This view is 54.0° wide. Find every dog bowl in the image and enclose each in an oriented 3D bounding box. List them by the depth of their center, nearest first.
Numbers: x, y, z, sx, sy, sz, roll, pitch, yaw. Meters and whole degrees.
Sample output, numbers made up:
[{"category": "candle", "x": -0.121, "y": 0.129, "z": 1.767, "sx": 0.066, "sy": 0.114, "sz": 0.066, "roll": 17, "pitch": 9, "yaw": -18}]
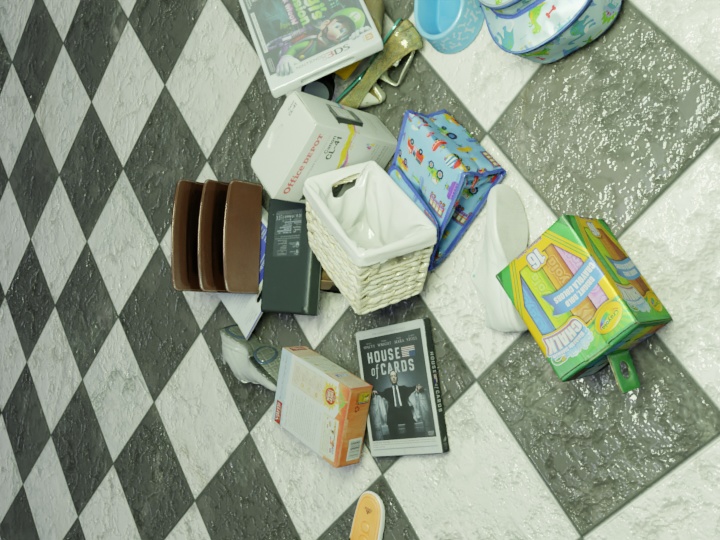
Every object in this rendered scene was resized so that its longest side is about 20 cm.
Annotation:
[{"category": "dog bowl", "x": 0.131, "y": -0.435, "z": 1.062, "sx": 0.109, "sy": 0.049, "sz": 0.207, "roll": 3, "pitch": 92, "yaw": 42}]

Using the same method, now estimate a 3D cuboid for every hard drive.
[{"category": "hard drive", "x": -0.119, "y": -0.026, "z": 1.233, "sx": 0.137, "sy": 0.032, "sz": 0.207, "roll": 0, "pitch": 84, "yaw": 47}]

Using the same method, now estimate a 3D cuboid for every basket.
[{"category": "basket", "x": 0.008, "y": -0.051, "z": 1.065, "sx": 0.201, "sy": 0.132, "sz": 0.126, "roll": 53, "pitch": 151, "yaw": 40}]

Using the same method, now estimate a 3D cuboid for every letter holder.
[{"category": "letter holder", "x": -0.266, "y": -0.062, "z": 1.299, "sx": 0.099, "sy": 0.140, "sz": 0.207, "roll": 0, "pitch": 87, "yaw": 40}]

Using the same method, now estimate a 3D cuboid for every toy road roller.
[{"category": "toy road roller", "x": -0.066, "y": -0.382, "z": 1.145, "sx": 0.199, "sy": 0.144, "sz": 0.125, "roll": -39, "pitch": 30, "yaw": 36}]

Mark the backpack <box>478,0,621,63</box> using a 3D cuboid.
[{"category": "backpack", "x": 0.227, "y": -0.384, "z": 0.911, "sx": 0.181, "sy": 0.145, "sz": 0.205, "roll": -26, "pitch": 75, "yaw": 40}]

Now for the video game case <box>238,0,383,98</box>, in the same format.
[{"category": "video game case", "x": -0.079, "y": -0.376, "z": 1.069, "sx": 0.178, "sy": 0.023, "sz": 0.204, "roll": -23, "pitch": 64, "yaw": 2}]

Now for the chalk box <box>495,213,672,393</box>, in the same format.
[{"category": "chalk box", "x": 0.285, "y": 0.051, "z": 0.867, "sx": 0.124, "sy": 0.123, "sz": 0.203, "roll": -45, "pitch": 63, "yaw": 32}]

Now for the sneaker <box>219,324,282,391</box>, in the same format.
[{"category": "sneaker", "x": -0.203, "y": 0.179, "z": 1.352, "sx": 0.199, "sy": 0.073, "sz": 0.090, "roll": 32, "pitch": 122, "yaw": 45}]

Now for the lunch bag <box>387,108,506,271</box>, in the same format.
[{"category": "lunch bag", "x": 0.104, "y": -0.114, "z": 1.071, "sx": 0.152, "sy": 0.092, "sz": 0.203, "roll": 52, "pitch": 135, "yaw": 32}]

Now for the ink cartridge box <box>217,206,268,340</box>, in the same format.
[{"category": "ink cartridge box", "x": -0.212, "y": -0.008, "z": 1.370, "sx": 0.200, "sy": 0.046, "sz": 0.200, "roll": 47, "pitch": 117, "yaw": 30}]

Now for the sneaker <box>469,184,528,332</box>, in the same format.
[{"category": "sneaker", "x": 0.188, "y": -0.015, "z": 0.995, "sx": 0.087, "sy": 0.074, "sz": 0.207, "roll": -9, "pitch": 84, "yaw": 53}]

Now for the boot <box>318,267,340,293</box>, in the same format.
[{"category": "boot", "x": 0.000, "y": 0.000, "z": 1.165, "sx": 0.197, "sy": 0.073, "sz": 0.078, "roll": 3, "pitch": 81, "yaw": 44}]

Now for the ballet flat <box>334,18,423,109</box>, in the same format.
[{"category": "ballet flat", "x": 0.029, "y": -0.313, "z": 1.149, "sx": 0.200, "sy": 0.070, "sz": 0.072, "roll": -45, "pitch": 62, "yaw": 34}]

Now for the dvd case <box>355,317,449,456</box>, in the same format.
[{"category": "dvd case", "x": 0.064, "y": 0.189, "z": 1.129, "sx": 0.148, "sy": 0.024, "sz": 0.206, "roll": -15, "pitch": 80, "yaw": 41}]

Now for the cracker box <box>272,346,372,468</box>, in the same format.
[{"category": "cracker box", "x": -0.070, "y": 0.228, "z": 1.212, "sx": 0.198, "sy": 0.057, "sz": 0.138, "roll": 22, "pitch": 106, "yaw": 46}]

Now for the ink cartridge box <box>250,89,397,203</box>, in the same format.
[{"category": "ink cartridge box", "x": -0.054, "y": -0.183, "z": 1.125, "sx": 0.086, "sy": 0.197, "sz": 0.149, "roll": 52, "pitch": 121, "yaw": 28}]

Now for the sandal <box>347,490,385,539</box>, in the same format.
[{"category": "sandal", "x": -0.009, "y": 0.471, "z": 1.166, "sx": 0.078, "sy": 0.058, "sz": 0.213, "roll": 10, "pitch": 96, "yaw": 41}]
